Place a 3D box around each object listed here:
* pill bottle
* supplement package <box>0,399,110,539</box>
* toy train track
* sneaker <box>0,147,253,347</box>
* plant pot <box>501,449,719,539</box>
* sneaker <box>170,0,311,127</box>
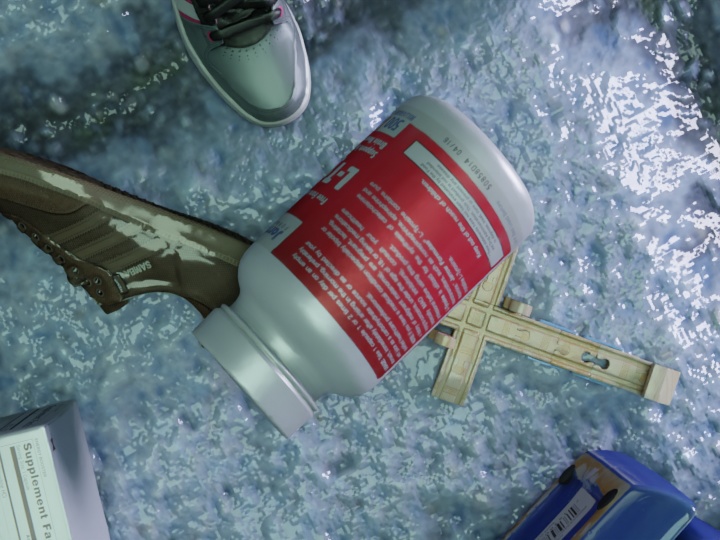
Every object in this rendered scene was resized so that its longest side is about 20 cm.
[{"bbox_3d":[0.000,0.000,0.731,0.200,0.112,0.112,-43,95,-9],"label":"pill bottle"},{"bbox_3d":[-0.262,0.160,0.734,0.197,0.114,0.111,-13,93,-2],"label":"supplement package"},{"bbox_3d":[0.116,0.046,0.794,0.197,0.033,0.116,19,92,-6],"label":"toy train track"},{"bbox_3d":[-0.163,-0.015,0.752,0.197,0.070,0.077,21,93,-4],"label":"sneaker"},{"bbox_3d":[0.163,0.227,0.731,0.180,0.200,0.200,44,90,1],"label":"plant pot"},{"bbox_3d":[-0.083,-0.183,0.722,0.083,0.121,0.202,-26,95,-2],"label":"sneaker"}]
